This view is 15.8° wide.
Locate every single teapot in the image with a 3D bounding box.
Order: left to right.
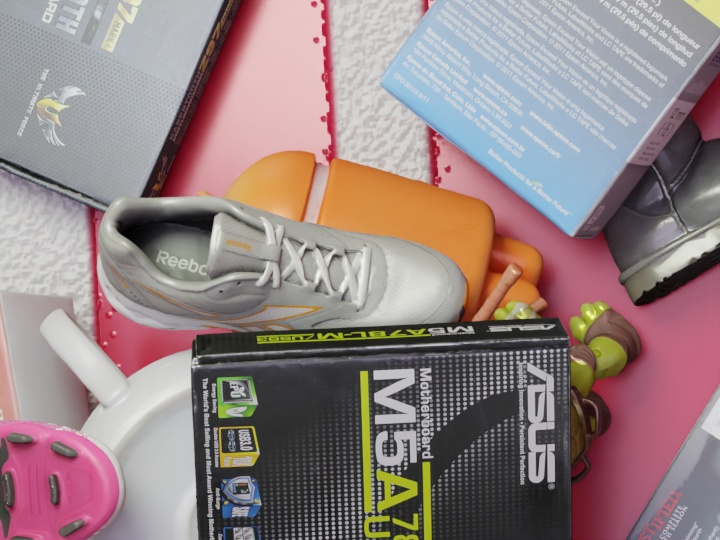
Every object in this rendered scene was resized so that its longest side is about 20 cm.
[{"bbox_3d":[-0.081,0.127,1.429,0.196,0.146,0.201,2,95,-12],"label":"teapot"}]

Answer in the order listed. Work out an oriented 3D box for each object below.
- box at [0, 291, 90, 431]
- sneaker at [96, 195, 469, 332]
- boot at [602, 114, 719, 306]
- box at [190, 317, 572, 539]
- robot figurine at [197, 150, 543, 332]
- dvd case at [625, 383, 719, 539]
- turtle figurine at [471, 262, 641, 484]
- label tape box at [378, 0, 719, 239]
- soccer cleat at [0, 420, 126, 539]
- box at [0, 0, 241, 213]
[{"bbox_3d":[-0.261,0.105,1.490,0.199,0.106,0.153,-13,84,17],"label":"box"},{"bbox_3d":[-0.043,0.002,1.339,0.199,0.092,0.076,5,74,4],"label":"sneaker"},{"bbox_3d":[0.171,-0.104,1.473,0.181,0.073,0.201,-29,75,4],"label":"boot"},{"bbox_3d":[0.012,0.128,1.327,0.192,0.048,0.201,-1,105,-2],"label":"box"},{"bbox_3d":[0.000,-0.001,1.454,0.199,0.117,0.144,16,71,-4],"label":"robot figurine"},{"bbox_3d":[0.259,0.162,1.457,0.200,0.022,0.146,31,91,9],"label":"dvd case"},{"bbox_3d":[0.103,0.073,1.405,0.064,0.161,0.201,13,114,22],"label":"turtle figurine"},{"bbox_3d":[0.127,-0.138,1.418,0.143,0.066,0.200,39,101,15],"label":"label tape box"},{"bbox_3d":[-0.197,0.116,1.362,0.199,0.086,0.070,-11,88,27],"label":"soccer cleat"},{"bbox_3d":[-0.162,-0.147,1.532,0.157,0.051,0.201,24,90,9],"label":"box"}]
